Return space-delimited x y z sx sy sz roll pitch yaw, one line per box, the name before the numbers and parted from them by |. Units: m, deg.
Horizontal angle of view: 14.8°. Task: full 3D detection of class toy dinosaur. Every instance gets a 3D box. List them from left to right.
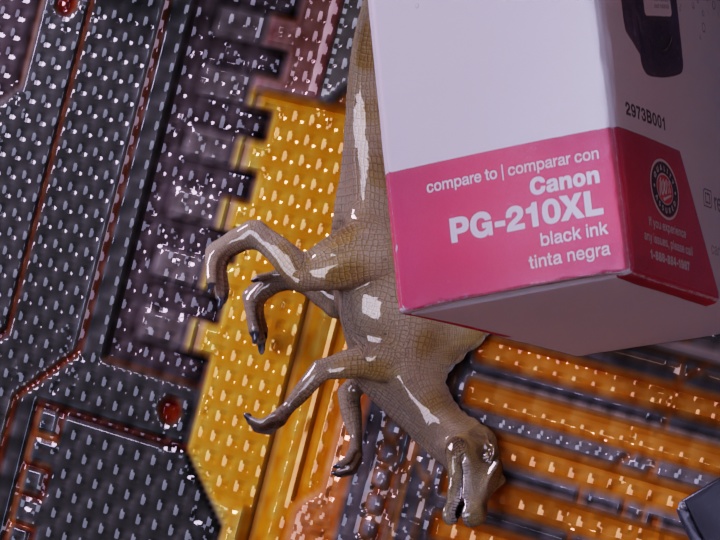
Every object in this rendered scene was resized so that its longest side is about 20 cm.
toy dinosaur | 0.000 0.000 1.006 0.101 0.058 0.200 -15 84 12

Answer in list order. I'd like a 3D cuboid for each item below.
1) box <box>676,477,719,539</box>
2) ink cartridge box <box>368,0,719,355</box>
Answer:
box | 0.220 0.095 0.862 0.200 0.049 0.161 -32 71 21
ink cartridge box | 0.069 -0.081 0.915 0.084 0.145 0.200 -11 78 26
